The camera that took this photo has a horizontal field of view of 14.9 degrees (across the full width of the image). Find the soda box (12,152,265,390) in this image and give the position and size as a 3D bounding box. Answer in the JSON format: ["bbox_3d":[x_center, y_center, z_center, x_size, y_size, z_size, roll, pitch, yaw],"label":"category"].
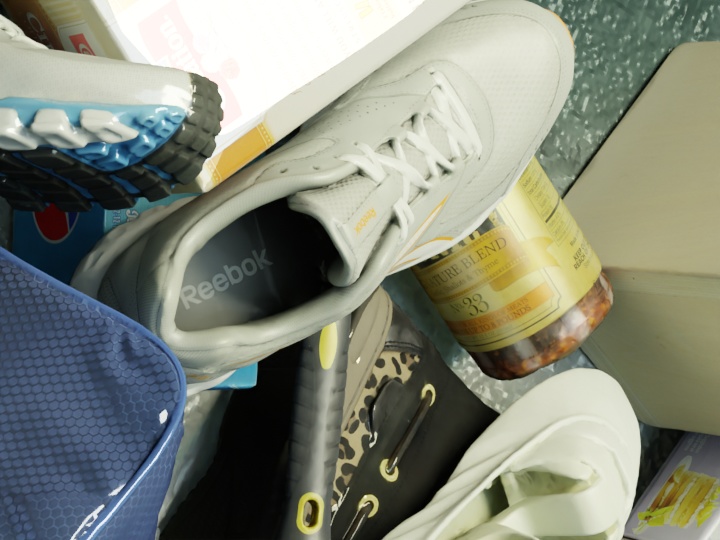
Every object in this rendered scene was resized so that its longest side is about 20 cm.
[{"bbox_3d":[-0.076,-0.060,0.953,0.068,0.064,0.201,1,93,-37],"label":"soda box"}]

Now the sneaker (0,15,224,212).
[{"bbox_3d":[-0.131,-0.066,0.838,0.075,0.199,0.087,38,58,-59],"label":"sneaker"}]

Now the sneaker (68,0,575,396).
[{"bbox_3d":[0.001,-0.022,0.894,0.200,0.092,0.076,-38,102,-17],"label":"sneaker"}]

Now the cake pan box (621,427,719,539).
[{"bbox_3d":[0.213,0.111,1.189,0.184,0.052,0.200,-50,126,-22],"label":"cake pan box"}]

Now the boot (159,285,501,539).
[{"bbox_3d":[0.001,0.117,1.023,0.150,0.073,0.201,35,67,-34],"label":"boot"}]

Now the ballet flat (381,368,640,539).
[{"bbox_3d":[0.054,0.098,0.980,0.200,0.069,0.070,-34,113,-39],"label":"ballet flat"}]

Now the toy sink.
[{"bbox_3d":[0.187,-0.008,1.075,0.112,0.200,0.131,50,63,-28],"label":"toy sink"}]

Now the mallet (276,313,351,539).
[{"bbox_3d":[0.000,0.000,0.960,0.066,0.041,0.201,0,85,-13],"label":"mallet"}]

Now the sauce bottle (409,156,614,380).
[{"bbox_3d":[0.021,-0.053,1.028,0.066,0.066,0.200,-43,107,-27],"label":"sauce bottle"}]

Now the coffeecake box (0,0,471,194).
[{"bbox_3d":[-0.029,-0.142,0.892,0.200,0.073,0.154,-37,107,-23],"label":"coffeecake box"}]

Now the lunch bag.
[{"bbox_3d":[-0.151,0.100,0.835,0.136,0.133,0.200,30,55,11],"label":"lunch bag"}]
